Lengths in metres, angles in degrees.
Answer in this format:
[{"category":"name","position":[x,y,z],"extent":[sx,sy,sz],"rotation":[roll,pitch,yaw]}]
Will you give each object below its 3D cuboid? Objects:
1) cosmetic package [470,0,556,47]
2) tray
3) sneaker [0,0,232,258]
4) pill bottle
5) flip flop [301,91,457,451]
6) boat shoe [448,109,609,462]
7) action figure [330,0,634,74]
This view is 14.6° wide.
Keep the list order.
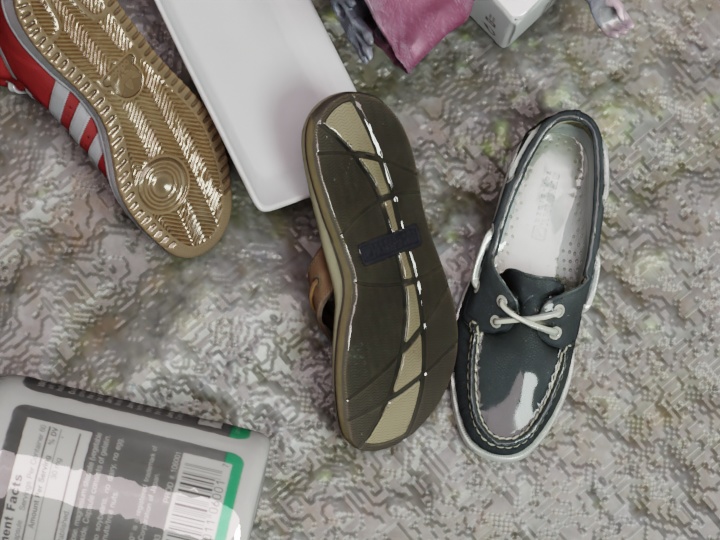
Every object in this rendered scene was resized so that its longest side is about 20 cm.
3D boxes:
[{"category":"cosmetic package","position":[0.051,-0.235,1.603],"extent":[0.102,0.074,0.200],"rotation":[-44,86,-8]},{"category":"tray","position":[-0.066,-0.130,1.585],"extent":[0.107,0.022,0.200],"rotation":[-20,80,-41]},{"category":"sneaker","position":[-0.152,-0.096,1.575],"extent":[0.071,0.112,0.200],"rotation":[-42,117,-22]},{"category":"pill bottle","position":[-0.156,0.120,1.509],"extent":[0.200,0.113,0.113],"rotation":[14,80,0]},{"category":"flip flop","position":[0.000,0.000,1.561],"extent":[0.081,0.058,0.200],"rotation":[-17,100,-31]},{"category":"boat shoe","position":[0.094,0.006,1.568],"extent":[0.076,0.060,0.200],"rotation":[9,80,-1]},{"category":"action figure","position":[0.065,-0.192,1.530],"extent":[0.200,0.134,0.149],"rotation":[-28,41,-15]}]
